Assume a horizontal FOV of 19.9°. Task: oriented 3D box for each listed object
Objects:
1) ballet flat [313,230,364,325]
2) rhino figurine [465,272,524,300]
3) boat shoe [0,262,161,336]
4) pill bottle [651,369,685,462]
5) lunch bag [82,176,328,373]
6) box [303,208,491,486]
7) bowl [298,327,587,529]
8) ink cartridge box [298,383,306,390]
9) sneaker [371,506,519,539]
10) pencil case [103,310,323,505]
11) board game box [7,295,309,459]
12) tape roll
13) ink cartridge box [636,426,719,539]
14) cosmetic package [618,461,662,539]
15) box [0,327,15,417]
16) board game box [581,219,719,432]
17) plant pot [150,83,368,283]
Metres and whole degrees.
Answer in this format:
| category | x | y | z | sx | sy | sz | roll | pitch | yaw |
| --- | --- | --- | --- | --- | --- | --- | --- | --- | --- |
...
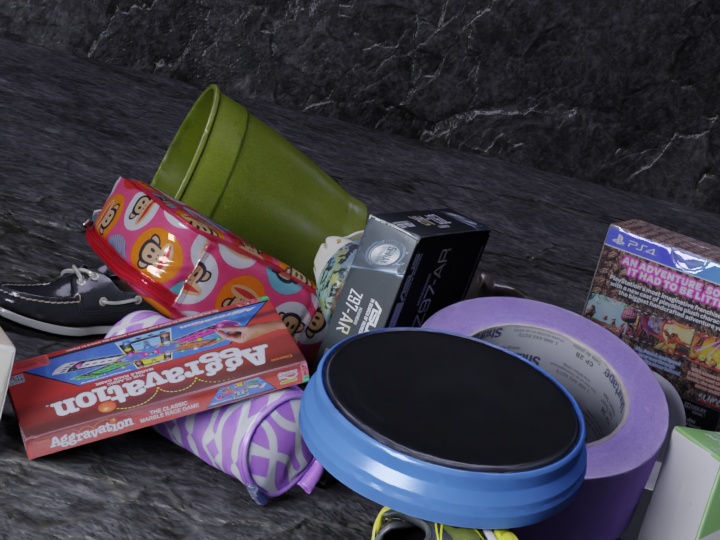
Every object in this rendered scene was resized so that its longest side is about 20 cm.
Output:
| category | x | y | z | sx | sy | sz | roll | pitch | yaw |
| --- | --- | --- | --- | --- | --- | --- | --- | --- | --- |
| ballet flat | 0.000 | 0.000 | 1.608 | 0.074 | 0.075 | 0.200 | 20 | 11 | 20 |
| rhino figurine | 0.050 | 0.046 | 1.792 | 0.198 | 0.088 | 0.060 | -16 | 30 | 18 |
| boat shoe | -0.222 | 0.023 | 1.728 | 0.198 | 0.061 | 0.074 | 10 | 13 | -33 |
| pill bottle | 0.180 | 0.109 | 1.755 | 0.115 | 0.117 | 0.200 | 10 | 13 | -29 |
| lunch bag | -0.119 | 0.000 | 1.633 | 0.199 | 0.082 | 0.176 | 32 | 3 | -31 |
| box | 0.020 | 0.054 | 1.556 | 0.043 | 0.202 | 0.160 | 25 | 12 | 20 |
| bowl | 0.058 | 0.100 | 1.380 | 0.198 | 0.040 | 0.201 | 10 | 27 | -5 |
| ink cartridge box | -0.005 | 0.105 | 1.706 | 0.198 | 0.040 | 0.099 | 9 | 13 | -31 |
| sneaker | 0.042 | 0.167 | 1.357 | 0.084 | 0.075 | 0.200 | 12 | 12 | -21 |
| pencil case | -0.108 | 0.095 | 1.483 | 0.199 | 0.084 | 0.086 | 28 | -12 | 42 |
| board game box | -0.144 | 0.072 | 1.425 | 0.198 | 0.020 | 0.103 | -15 | 31 | -13 |
| tape roll | 0.123 | 0.115 | 1.520 | 0.198 | 0.086 | 0.201 | 10 | 37 | -8 |
| ink cartridge box | 0.310 | 0.192 | 1.527 | 0.198 | 0.118 | 0.067 | 10 | 13 | -30 |
| cosmetic package | 0.160 | 0.166 | 1.611 | 0.198 | 0.051 | 0.083 | 15 | 11 | -7 |
| box | -0.308 | 0.051 | 1.404 | 0.094 | 0.078 | 0.200 | 10 | 12 | -27 |
| board game box | 0.282 | 0.074 | 1.863 | 0.158 | 0.202 | 0.097 | 21 | 11 | 20 |
| plant pot | -0.102 | -0.046 | 1.987 | 0.192 | 0.202 | 0.200 | 26 | 8 | -13 |
